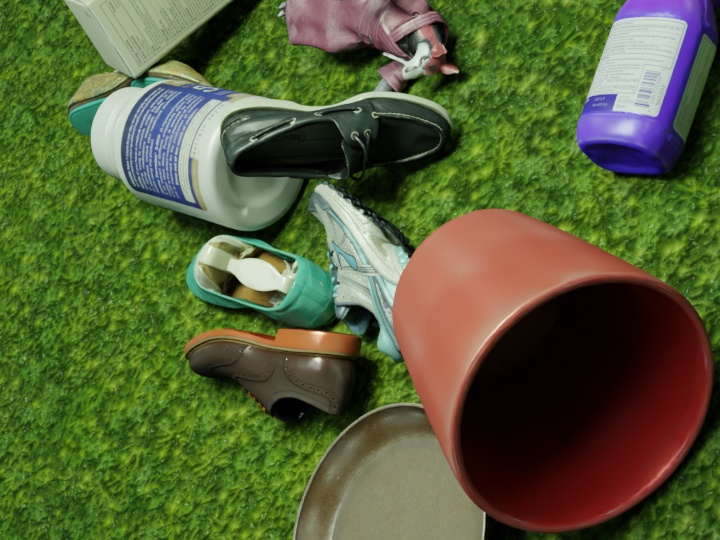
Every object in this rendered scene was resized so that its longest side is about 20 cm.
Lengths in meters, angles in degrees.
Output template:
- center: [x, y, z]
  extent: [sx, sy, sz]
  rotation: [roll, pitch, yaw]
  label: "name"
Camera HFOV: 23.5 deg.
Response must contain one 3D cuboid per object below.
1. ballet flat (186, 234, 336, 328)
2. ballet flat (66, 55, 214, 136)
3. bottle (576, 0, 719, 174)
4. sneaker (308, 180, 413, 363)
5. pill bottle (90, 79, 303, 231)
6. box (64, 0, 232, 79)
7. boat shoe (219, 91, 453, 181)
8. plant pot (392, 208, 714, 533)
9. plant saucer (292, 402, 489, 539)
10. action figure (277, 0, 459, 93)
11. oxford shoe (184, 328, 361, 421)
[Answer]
- center: [-0.099, -0.001, 1.505]
  extent: [0.199, 0.070, 0.068]
  rotation: [15, 75, 45]
  label: "ballet flat"
- center: [-0.210, -0.181, 1.720]
  extent: [0.199, 0.071, 0.071]
  rotation: [-7, 60, 38]
  label: "ballet flat"
- center: [0.231, -0.173, 1.331]
  extent: [0.083, 0.065, 0.201]
  rotation: [6, 68, 42]
  label: "bottle"
- center: [0.000, 0.000, 1.417]
  extent: [0.087, 0.077, 0.200]
  rotation: [-51, 43, 8]
  label: "sneaker"
- center: [-0.155, -0.111, 1.585]
  extent: [0.199, 0.120, 0.120]
  rotation: [16, 76, 44]
  label: "pill bottle"
- center: [-0.182, -0.288, 1.690]
  extent: [0.200, 0.095, 0.078]
  rotation: [-39, 32, -14]
  label: "box"
- center: [-0.021, -0.105, 1.447]
  extent: [0.197, 0.075, 0.066]
  rotation: [4, 43, -3]
  label: "boat shoe"
- center: [0.118, 0.056, 1.210]
  extent: [0.201, 0.200, 0.177]
  rotation: [-49, 33, 4]
  label: "plant pot"
- center: [0.026, 0.200, 1.282]
  extent: [0.199, 0.032, 0.202]
  rotation: [-21, 59, 39]
  label: "plant saucer"
- center: [0.023, -0.219, 1.541]
  extent: [0.148, 0.135, 0.199]
  rotation: [-28, 47, -36]
  label: "action figure"
- center: [-0.081, 0.087, 1.439]
  extent: [0.199, 0.071, 0.073]
  rotation: [-3, 80, 49]
  label: "oxford shoe"
